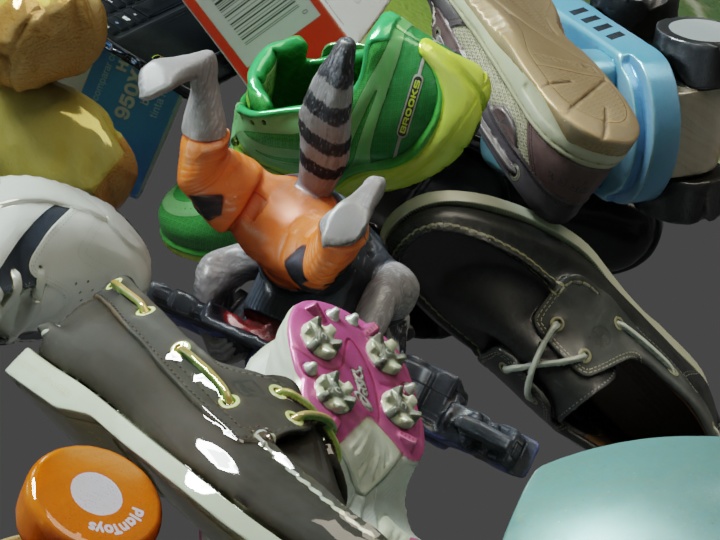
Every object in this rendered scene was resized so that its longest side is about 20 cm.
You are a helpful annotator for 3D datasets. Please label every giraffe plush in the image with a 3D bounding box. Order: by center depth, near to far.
[{"bbox_3d":[-0.211,-0.084,0.922,0.162,0.201,0.172,-26,10,-30],"label":"giraffe plush"}]

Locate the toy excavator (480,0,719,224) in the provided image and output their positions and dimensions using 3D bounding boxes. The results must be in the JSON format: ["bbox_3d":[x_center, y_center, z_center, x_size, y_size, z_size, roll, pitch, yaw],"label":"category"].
[{"bbox_3d":[0.073,-0.097,1.150,0.199,0.101,0.194,-7,28,-25],"label":"toy excavator"}]

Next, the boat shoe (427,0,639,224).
[{"bbox_3d":[0.065,-0.098,1.057,0.072,0.065,0.200,12,31,-35],"label":"boat shoe"}]

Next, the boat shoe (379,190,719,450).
[{"bbox_3d":[0.093,0.033,1.020,0.200,0.072,0.068,37,25,-21],"label":"boat shoe"}]

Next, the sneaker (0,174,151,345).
[{"bbox_3d":[-0.154,0.026,0.836,0.198,0.080,0.130,11,33,-39],"label":"sneaker"}]

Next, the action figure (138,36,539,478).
[{"bbox_3d":[0.000,0.000,0.930,0.199,0.105,0.194,25,-21,20],"label":"action figure"}]

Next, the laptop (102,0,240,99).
[{"bbox_3d":[-0.111,-0.192,1.072,0.199,0.104,0.177,32,26,8],"label":"laptop"}]

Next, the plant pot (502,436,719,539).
[{"bbox_3d":[0.117,0.145,0.723,0.160,0.202,0.201,15,22,12],"label":"plant pot"}]

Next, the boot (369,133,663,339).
[{"bbox_3d":[0.066,-0.017,1.133,0.164,0.066,0.200,17,18,9],"label":"boot"}]

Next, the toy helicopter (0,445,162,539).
[{"bbox_3d":[-0.115,0.146,0.664,0.199,0.079,0.132,-21,59,-45],"label":"toy helicopter"}]

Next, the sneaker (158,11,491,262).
[{"bbox_3d":[-0.027,-0.065,1.006,0.084,0.199,0.074,46,44,-19],"label":"sneaker"}]

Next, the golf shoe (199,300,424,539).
[{"bbox_3d":[-0.017,0.111,0.812,0.075,0.091,0.201,27,42,-34],"label":"golf shoe"}]

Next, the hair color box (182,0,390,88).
[{"bbox_3d":[-0.032,-0.171,1.103,0.111,0.064,0.200,52,28,-11],"label":"hair color box"}]

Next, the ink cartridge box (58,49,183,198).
[{"bbox_3d":[-0.179,-0.136,1.121,0.199,0.085,0.145,23,25,-7],"label":"ink cartridge box"}]

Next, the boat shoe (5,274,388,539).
[{"bbox_3d":[-0.045,0.059,0.753,0.201,0.061,0.072,30,-18,41],"label":"boat shoe"}]
